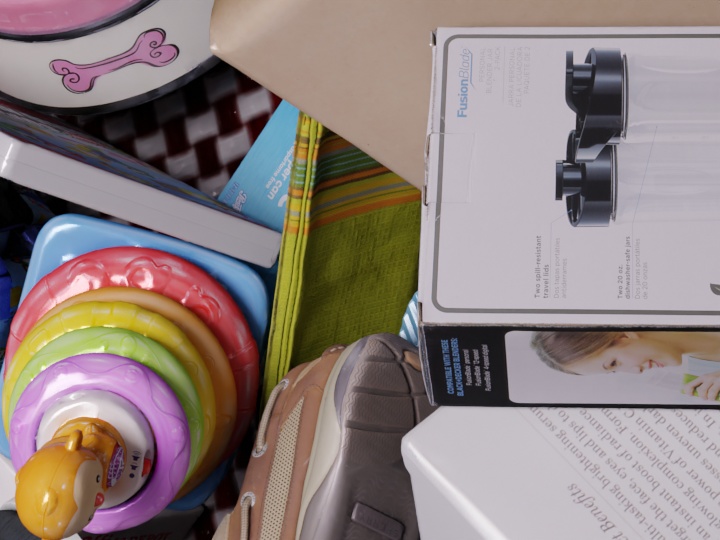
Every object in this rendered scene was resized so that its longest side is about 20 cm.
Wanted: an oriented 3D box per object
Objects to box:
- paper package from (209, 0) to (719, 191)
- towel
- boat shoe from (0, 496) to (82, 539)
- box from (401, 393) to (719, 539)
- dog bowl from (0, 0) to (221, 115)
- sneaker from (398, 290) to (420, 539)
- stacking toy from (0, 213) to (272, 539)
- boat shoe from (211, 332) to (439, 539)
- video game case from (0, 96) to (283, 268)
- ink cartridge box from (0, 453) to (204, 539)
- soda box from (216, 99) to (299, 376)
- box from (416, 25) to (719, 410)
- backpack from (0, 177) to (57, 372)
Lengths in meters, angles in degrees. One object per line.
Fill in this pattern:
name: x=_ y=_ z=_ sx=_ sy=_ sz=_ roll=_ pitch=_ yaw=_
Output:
paper package: x=0.076 y=-0.117 z=0.773 sx=0.200 sy=0.190 sz=0.104 roll=-35 pitch=39 yaw=34
towel: x=0.000 y=0.000 z=0.904 sx=0.018 sy=0.086 sz=0.201 roll=31 pitch=124 yaw=37
boat shoe: x=-0.112 y=0.164 z=0.810 sx=0.200 sy=0.060 sz=0.076 roll=46 pitch=142 yaw=41
box: x=0.126 y=0.068 z=0.779 sx=0.200 sy=0.153 sz=0.106 roll=-38 pitch=65 yaw=-14
dog bowl: x=-0.124 y=-0.177 z=0.998 sx=0.199 sy=0.074 sz=0.201 roll=-9 pitch=64 yaw=17
sneaker: x=0.041 y=0.091 z=0.918 sx=0.076 sy=0.081 sz=0.201 roll=32 pitch=114 yaw=27
stacking toy: x=-0.099 y=0.058 z=0.833 sx=0.109 sy=0.200 sz=0.117 roll=17 pitch=102 yaw=-1
boat shoe: x=-0.022 y=0.122 z=0.842 sx=0.072 sy=0.076 sz=0.201 roll=-6 pitch=57 yaw=44
video game case: x=-0.141 y=-0.055 z=0.942 sx=0.200 sy=0.142 sz=0.018 roll=28 pitch=96 yaw=49
ink cartridge box: x=-0.153 y=0.137 z=1.001 sx=0.067 sy=0.117 sz=0.201 roll=42 pitch=107 yaw=24
soda box: x=0.000 y=-0.050 z=0.959 sx=0.068 sy=0.064 sz=0.201 roll=42 pitch=107 yaw=26
box: x=0.120 y=-0.018 z=0.706 sx=0.198 sy=0.060 sz=0.117 roll=0 pitch=60 yaw=5
backpack: x=-0.208 y=0.024 z=1.009 sx=0.134 sy=0.200 sz=0.183 roll=37 pitch=102 yaw=11
